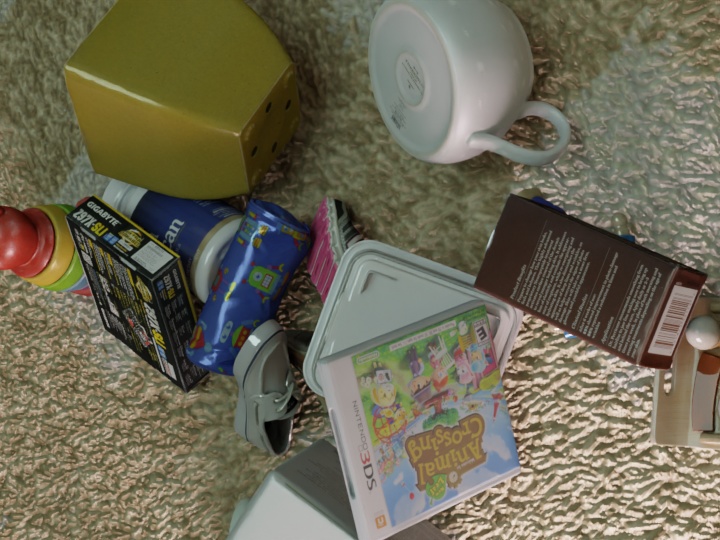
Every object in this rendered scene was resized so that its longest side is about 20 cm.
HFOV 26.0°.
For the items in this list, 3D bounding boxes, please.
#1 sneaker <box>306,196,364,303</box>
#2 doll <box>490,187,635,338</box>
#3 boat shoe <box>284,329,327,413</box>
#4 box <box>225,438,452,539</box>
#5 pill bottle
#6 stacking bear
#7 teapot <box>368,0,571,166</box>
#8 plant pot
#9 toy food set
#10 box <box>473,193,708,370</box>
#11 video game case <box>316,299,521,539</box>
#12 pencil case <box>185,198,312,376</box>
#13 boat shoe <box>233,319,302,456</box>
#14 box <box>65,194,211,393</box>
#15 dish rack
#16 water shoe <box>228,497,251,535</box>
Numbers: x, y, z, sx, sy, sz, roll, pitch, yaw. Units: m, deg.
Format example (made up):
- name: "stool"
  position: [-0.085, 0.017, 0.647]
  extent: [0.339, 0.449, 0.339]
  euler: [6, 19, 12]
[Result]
- name: "sneaker"
  position: [0.000, 0.000, 1.686]
  extent: [0.201, 0.087, 0.074]
  euler: [-110, 34, -45]
- name: "doll"
  position: [0.221, -0.002, 1.542]
  extent: [0.200, 0.048, 0.137]
  euler: [45, 110, 30]
- name: "boat shoe"
  position: [-0.024, 0.123, 1.684]
  extent: [0.199, 0.075, 0.072]
  euler: [29, 110, 40]
- name: "box"
  position: [-0.040, 0.317, 1.578]
  extent: [0.199, 0.171, 0.200]
  euler: [36, 103, 11]
- name: "pill bottle"
  position: [-0.207, -0.045, 1.806]
  extent: [0.199, 0.111, 0.112]
  euler: [30, 102, 33]
- name: "stacking bear"
  position: [-0.382, -0.032, 1.871]
  extent: [0.113, 0.199, 0.122]
  euler: [26, 99, 34]
- name: "teapot"
  position: [0.112, -0.207, 1.591]
  extent: [0.197, 0.145, 0.202]
  euler: [11, 114, 60]
- name: "plant pot"
  position: [-0.179, -0.193, 1.731]
  extent: [0.199, 0.196, 0.195]
  euler: [25, 62, 16]
- name: "toy food set"
  position: [0.365, 0.096, 1.424]
  extent: [0.199, 0.060, 0.145]
  euler: [2, 86, 35]
- name: "box"
  position: [0.214, 0.010, 1.469]
  extent: [0.199, 0.075, 0.101]
  euler: [27, 100, 35]
- name: "video game case"
  position: [0.061, 0.143, 1.507]
  extent: [0.022, 0.199, 0.183]
  euler: [0, 106, 55]
- name: "pencil case"
  position: [-0.120, 0.024, 1.714]
  extent: [0.078, 0.086, 0.201]
  euler: [-118, 50, -75]
- name: "boat shoe"
  position: [-0.096, 0.133, 1.688]
  extent: [0.066, 0.072, 0.201]
  euler: [36, 141, 21]
- name: "box"
  position: [-0.253, 0.028, 1.792]
  extent: [0.159, 0.201, 0.049]
  euler: [31, 59, 32]
- name: "dish rack"
  position: [0.055, 0.076, 1.581]
  extent: [0.199, 0.044, 0.173]
  euler: [20, 98, -5]
- name: "water shoe"
  position: [-0.099, 0.351, 1.724]
  extent: [0.078, 0.071, 0.202]
  euler: [-5, 85, 11]
